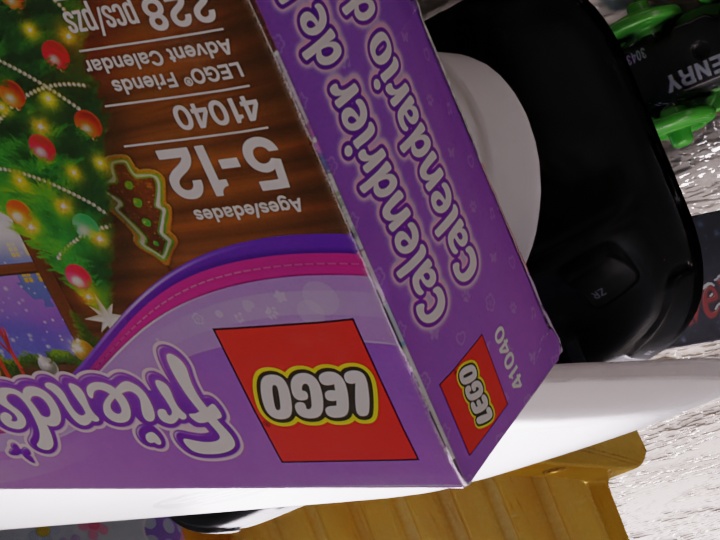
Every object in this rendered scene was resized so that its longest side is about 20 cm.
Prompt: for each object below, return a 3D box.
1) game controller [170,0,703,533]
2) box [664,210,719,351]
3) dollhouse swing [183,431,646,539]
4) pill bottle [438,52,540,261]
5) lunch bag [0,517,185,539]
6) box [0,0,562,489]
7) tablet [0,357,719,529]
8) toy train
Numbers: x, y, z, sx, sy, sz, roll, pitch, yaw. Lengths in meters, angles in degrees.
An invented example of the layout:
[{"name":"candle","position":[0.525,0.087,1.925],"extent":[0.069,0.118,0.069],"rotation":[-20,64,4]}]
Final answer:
[{"name":"game controller","position":[0.000,0.000,0.745],"extent":[0.200,0.104,0.042],"rotation":[-26,165,38]},{"name":"box","position":[0.089,0.005,0.851],"extent":[0.200,0.038,0.137],"rotation":[-11,179,32]},{"name":"dollhouse swing","position":[-0.003,0.123,1.037],"extent":[0.200,0.176,0.182],"rotation":[-23,161,34]},{"name":"pill bottle","position":[-0.055,-0.020,0.623],"extent":[0.200,0.111,0.111],"rotation":[0,160,-39]},{"name":"lunch bag","position":[-0.160,0.109,0.874],"extent":[0.200,0.170,0.127],"rotation":[-10,162,-20]},{"name":"box","position":[-0.079,-0.028,0.449],"extent":[0.200,0.137,0.039],"rotation":[-4,-148,37]},{"name":"tablet","position":[-0.025,0.043,0.640],"extent":[0.200,0.014,0.130],"rotation":[0,165,-36]},{"name":"toy train","position":[0.046,-0.037,0.780],"extent":[0.200,0.042,0.056],"rotation":[-21,172,27]}]
